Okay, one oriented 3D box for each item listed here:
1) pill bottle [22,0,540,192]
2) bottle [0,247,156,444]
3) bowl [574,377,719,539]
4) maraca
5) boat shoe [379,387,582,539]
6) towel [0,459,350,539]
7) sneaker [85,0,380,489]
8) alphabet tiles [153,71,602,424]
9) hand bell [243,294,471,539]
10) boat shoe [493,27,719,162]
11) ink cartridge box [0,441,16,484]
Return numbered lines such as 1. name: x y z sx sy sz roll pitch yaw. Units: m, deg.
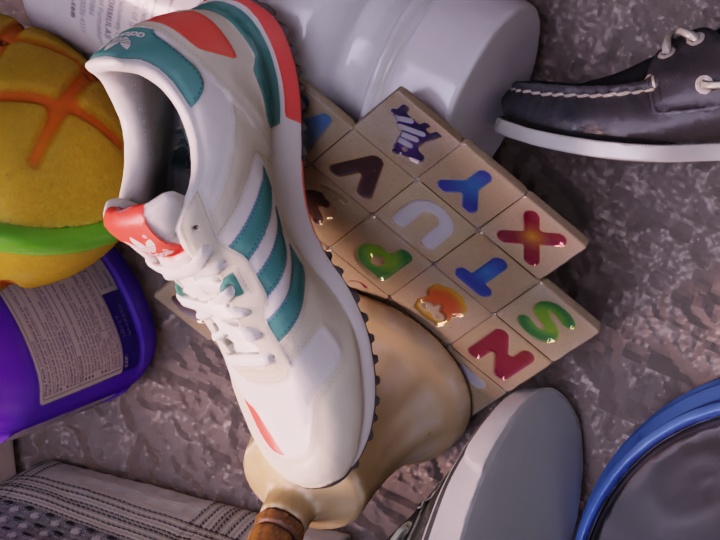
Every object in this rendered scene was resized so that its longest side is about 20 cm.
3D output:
1. pill bottle: -0.032 -0.111 1.179 0.200 0.114 0.115 27 108 18
2. bottle: -0.167 0.036 1.214 0.065 0.200 0.084 -30 86 29
3. bowl: 0.179 0.141 1.167 0.200 0.039 0.201 4 100 23
4. maraca: -0.174 -0.062 1.182 0.200 0.137 0.107 36 121 31
5. boat shoe: 0.029 0.130 1.169 0.064 0.200 0.071 1 140 40
6. towel: -0.104 0.142 1.209 0.199 0.192 0.035 16 113 21
7. sneaker: -0.058 -0.005 1.096 0.070 0.093 0.201 -7 98 44
8. alphabet tiles: 0.000 0.000 1.177 0.166 0.006 0.200 39 139 -13
9. hand bell: -0.036 0.113 1.157 0.104 0.200 0.104 16 139 14
10. boat shoe: 0.152 -0.071 1.128 0.199 0.074 0.061 5 100 20
11. ink cartridge box: -0.261 0.036 1.286 0.147 0.145 0.201 -4 96 25
